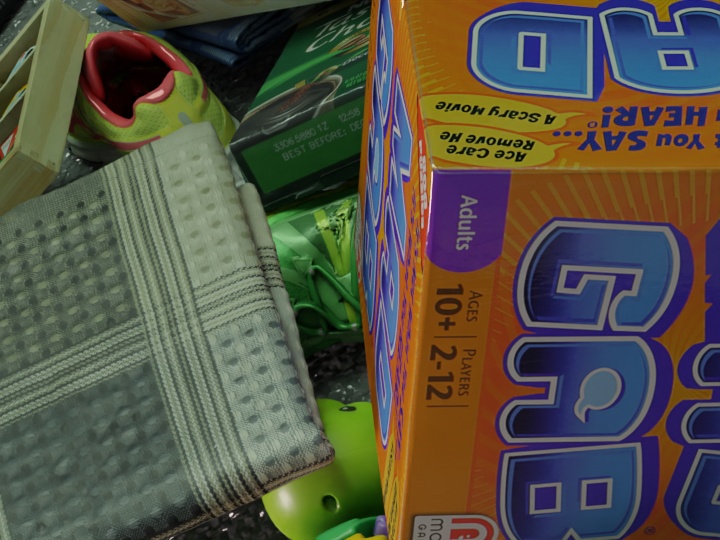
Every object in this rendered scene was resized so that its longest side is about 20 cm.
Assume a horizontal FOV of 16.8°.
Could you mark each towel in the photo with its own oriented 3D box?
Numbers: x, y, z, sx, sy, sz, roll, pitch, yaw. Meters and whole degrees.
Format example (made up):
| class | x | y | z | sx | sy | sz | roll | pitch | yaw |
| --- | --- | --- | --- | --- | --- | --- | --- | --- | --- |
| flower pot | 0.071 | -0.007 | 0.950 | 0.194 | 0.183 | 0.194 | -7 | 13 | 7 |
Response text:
| class | x | y | z | sx | sy | sz | roll | pitch | yaw |
| --- | --- | --- | --- | --- | --- | --- | --- | --- | --- |
| towel | -0.040 | -0.189 | 1.401 | 0.200 | 0.024 | 0.146 | -38 | 36 | -23 |
| towel | -0.119 | 0.043 | 1.048 | 0.191 | 0.035 | 0.201 | -24 | 51 | 5 |

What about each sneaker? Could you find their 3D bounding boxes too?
| class | x | y | z | sx | sy | sz | roll | pitch | yaw |
| --- | --- | --- | --- | --- | --- | --- | --- | --- | --- |
| sneaker | -0.130 | -0.104 | 1.355 | 0.078 | 0.090 | 0.200 | -46 | 38 | -13 |
| sneaker | 0.000 | 0.000 | 1.164 | 0.199 | 0.074 | 0.084 | -34 | 34 | 1 |

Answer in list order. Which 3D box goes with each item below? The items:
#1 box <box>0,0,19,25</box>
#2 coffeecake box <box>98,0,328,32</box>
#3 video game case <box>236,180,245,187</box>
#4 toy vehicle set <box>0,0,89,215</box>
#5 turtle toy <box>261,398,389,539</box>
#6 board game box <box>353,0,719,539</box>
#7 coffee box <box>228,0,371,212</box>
| class | x | y | z | sx | sy | sz | roll | pitch | yaw |
| --- | --- | --- | --- | --- | --- | --- | --- | --- | --- |
| box | -0.340 | -0.166 | 1.564 | 0.199 | 0.104 | 0.183 | 6 | 52 | 40 |
| coffeecake box | -0.049 | -0.222 | 1.297 | 0.199 | 0.073 | 0.155 | -5 | 68 | 35 |
| video game case | -0.148 | 0.007 | 1.219 | 0.181 | 0.023 | 0.200 | -20 | 9 | 23 |
| toy vehicle set | -0.218 | -0.044 | 1.339 | 0.200 | 0.026 | 0.125 | -44 | 29 | 35 |
| turtle toy | 0.006 | 0.139 | 0.992 | 0.145 | 0.101 | 0.201 | -27 | 39 | 10 |
| board game box | 0.107 | -0.025 | 0.952 | 0.198 | 0.201 | 0.201 | 0 | 41 | -5 |
| coffee box | 0.010 | -0.102 | 1.232 | 0.122 | 0.044 | 0.200 | -21 | 18 | 19 |
